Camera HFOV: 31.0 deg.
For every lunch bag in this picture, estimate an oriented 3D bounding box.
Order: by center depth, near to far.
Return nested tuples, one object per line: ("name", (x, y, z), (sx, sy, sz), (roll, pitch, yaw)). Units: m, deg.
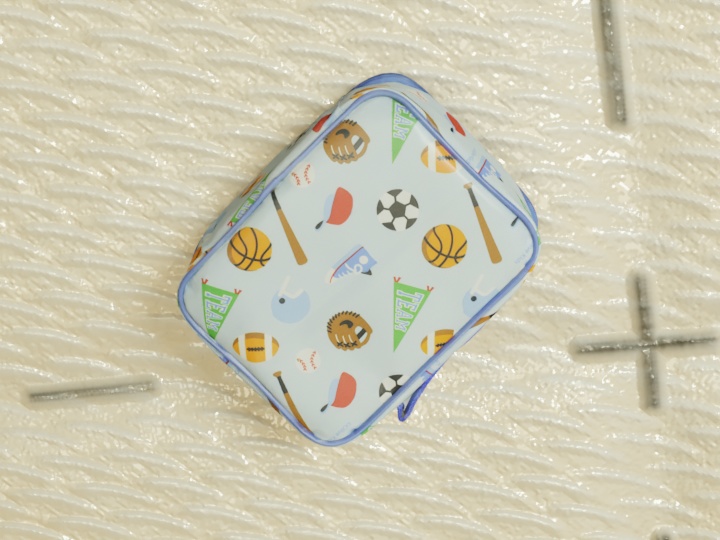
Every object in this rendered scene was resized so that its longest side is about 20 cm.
("lunch bag", (0.000, 0.000, 0.755), (0.160, 0.076, 0.200), (43, 105, -11))
